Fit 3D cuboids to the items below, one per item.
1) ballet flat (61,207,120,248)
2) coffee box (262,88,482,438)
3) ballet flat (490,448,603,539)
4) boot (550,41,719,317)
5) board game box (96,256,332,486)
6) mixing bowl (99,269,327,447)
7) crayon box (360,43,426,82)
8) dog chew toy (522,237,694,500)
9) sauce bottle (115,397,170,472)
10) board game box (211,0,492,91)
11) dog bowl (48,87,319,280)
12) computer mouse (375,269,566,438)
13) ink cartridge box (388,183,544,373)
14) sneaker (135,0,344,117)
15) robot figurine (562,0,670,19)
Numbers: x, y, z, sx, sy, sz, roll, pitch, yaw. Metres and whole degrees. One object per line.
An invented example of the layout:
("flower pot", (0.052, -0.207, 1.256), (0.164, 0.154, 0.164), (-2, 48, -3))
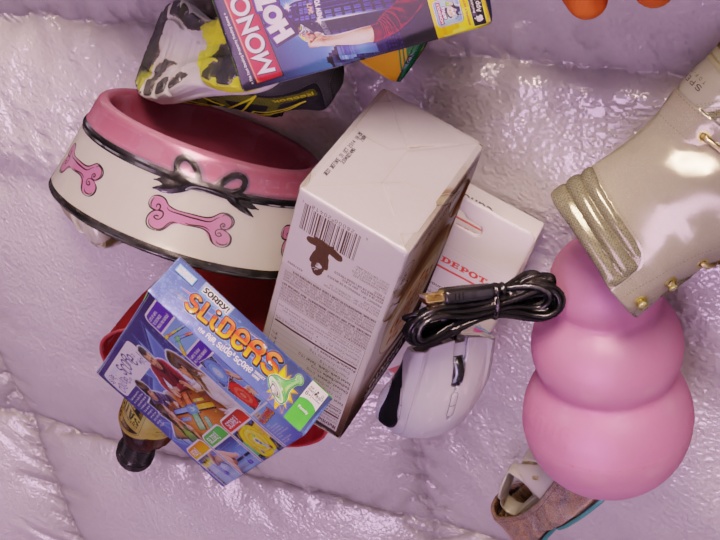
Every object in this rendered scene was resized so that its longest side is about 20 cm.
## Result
("ballet flat", (-0.193, -0.046, 0.994), (0.198, 0.070, 0.070), (4, 130, 29))
("coffee box", (0.000, 0.000, 0.780), (0.079, 0.115, 0.201), (30, 140, 10))
("ballet flat", (0.153, 0.180, 0.973), (0.067, 0.068, 0.201), (41, 148, 8))
("boot", (0.229, -0.018, 0.714), (0.154, 0.072, 0.200), (-41, 97, 20))
("board game box", (-0.110, 0.079, 0.828), (0.135, 0.035, 0.200), (43, 151, -4))
("mixing bowl", (-0.104, 0.054, 0.981), (0.198, 0.109, 0.201), (15, 151, 9))
("crayon box", (-0.030, -0.223, 0.736), (0.199, 0.058, 0.119), (31, 138, 3))
("dog chew toy", (0.173, 0.062, 0.831), (0.123, 0.125, 0.202), (8, 125, 25))
("sauce bottle", (-0.205, 0.138, 1.170), (0.066, 0.066, 0.201), (31, 136, 2))
("board game box", (-0.046, -0.212, 0.647), (0.197, 0.062, 0.202), (-11, 114, 14))
("dog bowl", (-0.116, -0.068, 0.843), (0.198, 0.200, 0.075), (24, 105, 11))
("computer mouse", (0.064, 0.073, 0.833), (0.201, 0.108, 0.044), (110, 144, -54))
("ink cartridge box", (0.059, -0.004, 0.876), (0.115, 0.068, 0.201), (28, 139, 6))
("sneaker", (-0.088, -0.136, 0.821), (0.084, 0.075, 0.199), (23, 177, -37))
("robot figurine", (0.126, -0.229, 0.589), (0.142, 0.117, 0.202), (17, 135, 24))
